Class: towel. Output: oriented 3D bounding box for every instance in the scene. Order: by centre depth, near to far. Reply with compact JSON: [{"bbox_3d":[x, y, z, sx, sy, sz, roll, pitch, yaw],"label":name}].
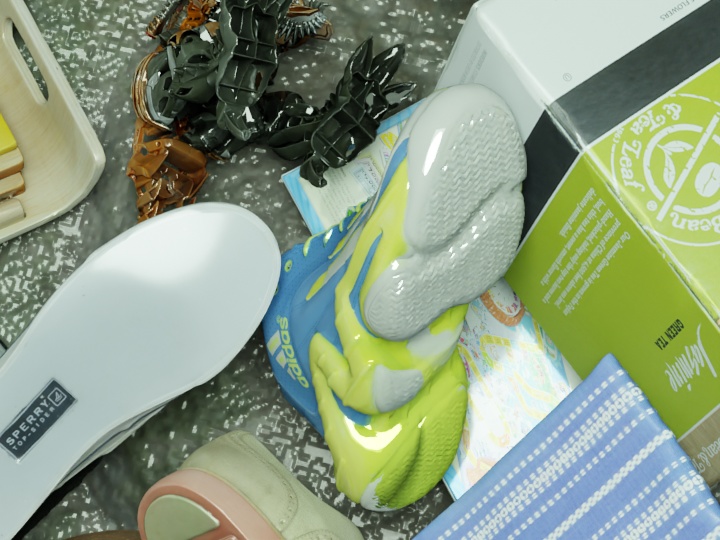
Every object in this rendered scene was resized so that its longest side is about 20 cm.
[{"bbox_3d":[0.098,0.153,0.699,0.145,0.024,0.201,-46,57,24],"label":"towel"}]

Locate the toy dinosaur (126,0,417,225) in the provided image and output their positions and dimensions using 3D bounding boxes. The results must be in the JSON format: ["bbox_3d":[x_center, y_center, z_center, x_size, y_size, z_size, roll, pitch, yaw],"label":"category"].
[{"bbox_3d":[-0.056,-0.083,0.822,0.102,0.135,0.201,1,91,-39],"label":"toy dinosaur"}]

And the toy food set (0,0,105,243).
[{"bbox_3d":[-0.233,-0.066,0.823,0.199,0.060,0.144,-25,70,-19],"label":"toy food set"}]

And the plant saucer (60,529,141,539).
[{"bbox_3d":[-0.108,0.211,0.786,0.199,0.037,0.202,-1,76,5],"label":"plant saucer"}]

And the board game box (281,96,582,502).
[{"bbox_3d":[0.069,0.014,0.816,0.134,0.034,0.201,-28,76,-1],"label":"board game box"}]

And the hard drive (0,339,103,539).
[{"bbox_3d":[-0.233,0.062,0.835,0.140,0.033,0.200,-44,77,-6],"label":"hard drive"}]

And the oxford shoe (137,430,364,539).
[{"bbox_3d":[-0.003,0.148,0.774,0.200,0.074,0.071,50,128,-4],"label":"oxford shoe"}]

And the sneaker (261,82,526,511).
[{"bbox_3d":[0.000,0.000,0.738,0.075,0.201,0.105,-18,43,-39],"label":"sneaker"}]

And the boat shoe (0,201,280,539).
[{"bbox_3d":[-0.118,0.041,0.771,0.200,0.065,0.074,-38,99,2],"label":"boat shoe"}]

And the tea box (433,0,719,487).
[{"bbox_3d":[0.163,-0.049,0.746,0.199,0.134,0.197,-34,79,-20],"label":"tea box"}]
